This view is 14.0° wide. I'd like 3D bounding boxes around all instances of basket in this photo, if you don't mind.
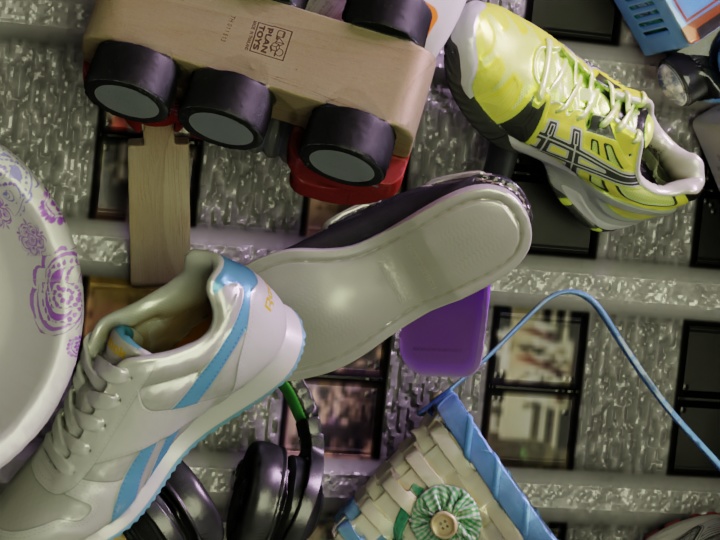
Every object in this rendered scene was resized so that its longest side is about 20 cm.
[{"bbox_3d":[0.099,0.134,1.643,0.200,0.139,0.177,-39,87,-4],"label":"basket"}]

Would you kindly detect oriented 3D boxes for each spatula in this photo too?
[{"bbox_3d":[0.067,-0.032,1.654,0.021,0.056,0.201,47,52,-45],"label":"spatula"}]

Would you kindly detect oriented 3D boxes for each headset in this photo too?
[{"bbox_3d":[-0.081,0.134,1.636,0.123,0.094,0.201,-5,83,-16],"label":"headset"}]

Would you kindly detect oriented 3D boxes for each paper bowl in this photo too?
[{"bbox_3d":[-0.249,0.016,1.522,0.199,0.104,0.202,-1,93,-16],"label":"paper bowl"}]

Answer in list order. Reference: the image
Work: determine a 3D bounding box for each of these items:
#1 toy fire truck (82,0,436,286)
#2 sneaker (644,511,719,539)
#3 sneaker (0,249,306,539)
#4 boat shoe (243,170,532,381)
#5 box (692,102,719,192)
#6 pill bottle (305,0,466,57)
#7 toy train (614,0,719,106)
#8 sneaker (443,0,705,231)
[{"bbox_3d":[-0.062,-0.070,1.554,0.175,0.200,0.129,16,70,1],"label":"toy fire truck"},{"bbox_3d":[0.170,0.227,1.724,0.200,0.082,0.078,-48,109,-11],"label":"sneaker"},{"bbox_3d":[-0.126,0.071,1.544,0.200,0.077,0.081,-44,131,0],"label":"sneaker"},{"bbox_3d":[0.000,0.000,1.605,0.199,0.060,0.074,-27,103,9],"label":"boat shoe"},{"bbox_3d":[0.340,-0.048,1.695,0.199,0.199,0.172,-28,105,-16],"label":"box"},{"bbox_3d":[-0.047,-0.179,1.579,0.199,0.109,0.110,30,85,-20],"label":"pill bottle"},{"bbox_3d":[0.242,-0.178,1.707,0.200,0.087,0.115,-34,101,-14],"label":"toy train"},{"bbox_3d":[0.120,-0.094,1.642,0.200,0.076,0.076,35,56,-41],"label":"sneaker"}]
